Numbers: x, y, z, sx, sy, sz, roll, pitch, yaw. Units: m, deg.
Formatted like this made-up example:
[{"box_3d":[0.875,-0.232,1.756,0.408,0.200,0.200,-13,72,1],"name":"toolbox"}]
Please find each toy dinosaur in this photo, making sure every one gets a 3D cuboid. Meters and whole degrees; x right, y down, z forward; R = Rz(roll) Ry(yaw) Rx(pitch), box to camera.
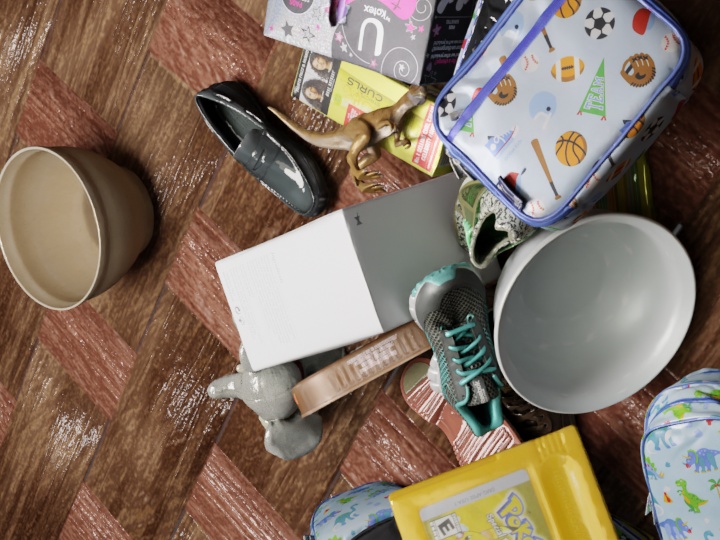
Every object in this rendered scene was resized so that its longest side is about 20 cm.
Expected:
[{"box_3d":[-0.002,-0.136,1.184,0.197,0.060,0.108,-14,70,34],"name":"toy dinosaur"}]

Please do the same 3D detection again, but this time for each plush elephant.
[{"box_3d":[-0.097,0.121,1.313,0.197,0.154,0.168,-4,100,38],"name":"plush elephant"}]

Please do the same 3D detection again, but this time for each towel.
[{"box_3d":[0.193,-0.071,1.133,0.197,0.018,0.088,-2,97,38],"name":"towel"}]

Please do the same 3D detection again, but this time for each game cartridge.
[{"box_3d":[0.146,0.266,1.113,0.197,0.032,0.179,-23,81,12],"name":"game cartridge"}]

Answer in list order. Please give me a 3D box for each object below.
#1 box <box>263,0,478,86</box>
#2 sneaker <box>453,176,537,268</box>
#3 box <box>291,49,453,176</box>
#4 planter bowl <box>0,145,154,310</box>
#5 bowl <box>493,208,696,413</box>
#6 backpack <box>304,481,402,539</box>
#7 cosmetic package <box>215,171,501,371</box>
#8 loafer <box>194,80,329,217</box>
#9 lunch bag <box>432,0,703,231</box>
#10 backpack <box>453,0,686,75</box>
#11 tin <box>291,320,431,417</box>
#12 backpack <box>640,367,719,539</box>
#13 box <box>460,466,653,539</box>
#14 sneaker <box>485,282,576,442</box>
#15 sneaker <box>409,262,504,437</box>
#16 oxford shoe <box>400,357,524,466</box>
[{"box_3d":[0.021,-0.261,1.136,0.198,0.131,0.117,22,113,31],"name":"box"},{"box_3d":[0.113,-0.041,1.035,0.077,0.089,0.200,37,161,0],"name":"sneaker"},{"box_3d":[0.021,-0.175,1.212,0.199,0.050,0.076,33,119,26],"name":"box"},{"box_3d":[-0.348,-0.064,1.469,0.198,0.134,0.204,10,108,34],"name":"planter bowl"},{"box_3d":[0.201,0.023,1.071,0.091,0.197,0.204,-119,39,-59],"name":"bowl"},{"box_3d":[0.017,0.304,1.256,0.156,0.161,0.200,63,173,14],"name":"backpack"},{"box_3d":[0.000,0.000,1.169,0.198,0.198,0.125,-22,90,44],"name":"cosmetic package"},{"box_3d":[-0.114,-0.135,1.313,0.201,0.070,0.068,48,126,17],"name":"loafer"},{"box_3d":[0.153,-0.139,0.903,0.200,0.075,0.161,-49,69,17],"name":"lunch bag"},{"box_3d":[0.174,-0.179,1.028,0.199,0.153,0.192,41,120,21],"name":"backpack"},{"box_3d":[0.019,0.092,1.211,0.198,0.112,0.042,-29,89,1],"name":"tin"},{"box_3d":[0.330,0.187,1.031,0.162,0.152,0.204,-13,81,45],"name":"backpack"},{"box_3d":[0.191,0.262,1.186,0.198,0.070,0.065,27,115,29],"name":"box"},{"box_3d":[0.156,0.115,1.171,0.070,0.075,0.203,-21,89,38],"name":"sneaker"},{"box_3d":[0.100,0.076,1.061,0.201,0.077,0.092,70,173,-48],"name":"sneaker"},{"box_3d":[0.127,0.164,1.197,0.071,0.073,0.200,-51,58,17],"name":"oxford shoe"}]
